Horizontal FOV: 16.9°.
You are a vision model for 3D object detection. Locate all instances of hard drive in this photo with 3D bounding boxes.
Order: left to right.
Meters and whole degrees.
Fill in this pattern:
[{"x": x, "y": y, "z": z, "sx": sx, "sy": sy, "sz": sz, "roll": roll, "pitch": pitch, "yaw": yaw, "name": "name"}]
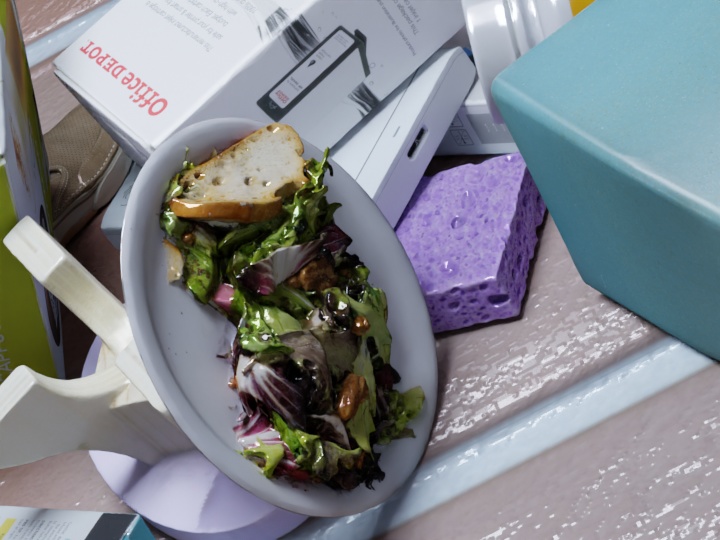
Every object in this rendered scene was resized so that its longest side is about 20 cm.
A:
[{"x": -0.043, "y": -0.068, "z": 1.370, "sx": 0.199, "sy": 0.027, "sz": 0.132, "roll": 0, "pitch": 51, "yaw": 41, "name": "hard drive"}]

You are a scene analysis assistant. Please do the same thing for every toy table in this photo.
[{"x": -0.105, "y": 0.047, "z": 1.217, "sx": 0.200, "sy": 0.117, "sz": 0.184, "roll": 23, "pitch": 74, "yaw": 46, "name": "toy table"}]

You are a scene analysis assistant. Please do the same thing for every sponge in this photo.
[{"x": 0.000, "y": 0.000, "z": 1.305, "sx": 0.199, "sy": 0.030, "sz": 0.112, "roll": -15, "pitch": 35, "yaw": 26, "name": "sponge"}]

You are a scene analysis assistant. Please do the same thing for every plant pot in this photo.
[{"x": 0.188, "y": -0.039, "z": 1.107, "sx": 0.141, "sy": 0.142, "sz": 0.200, "roll": -37, "pitch": 40, "yaw": -9, "name": "plant pot"}]

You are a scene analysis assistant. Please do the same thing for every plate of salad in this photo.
[{"x": -0.028, "y": 0.017, "z": 1.146, "sx": 0.048, "sy": 0.200, "sz": 0.200, "roll": -27, "pitch": 28, "yaw": 39, "name": "plate of salad"}]

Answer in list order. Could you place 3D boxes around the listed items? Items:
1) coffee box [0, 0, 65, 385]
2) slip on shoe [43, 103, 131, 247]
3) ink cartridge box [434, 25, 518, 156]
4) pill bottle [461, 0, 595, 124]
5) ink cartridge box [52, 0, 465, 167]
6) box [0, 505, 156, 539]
[{"x": -0.278, "y": -0.047, "z": 1.344, "sx": 0.199, "sy": 0.200, "sz": 0.198, "roll": -8, "pitch": 48, "yaw": -2, "name": "coffee box"}, {"x": -0.208, "y": -0.050, "z": 1.519, "sx": 0.076, "sy": 0.061, "sz": 0.200, "roll": -1, "pitch": 43, "yaw": 39, "name": "slip on shoe"}, {"x": 0.072, "y": -0.139, "z": 1.421, "sx": 0.199, "sy": 0.045, "sz": 0.176, "roll": 0, "pitch": 45, "yaw": 40, "name": "ink cartridge box"}, {"x": 0.156, "y": -0.136, "z": 1.253, "sx": 0.199, "sy": 0.110, "sz": 0.109, "roll": -14, "pitch": 34, "yaw": 7, "name": "pill bottle"}, {"x": -0.053, "y": -0.131, "z": 1.352, "sx": 0.200, "sy": 0.084, "sz": 0.146, "roll": -43, "pitch": 37, "yaw": -6, "name": "ink cartridge box"}, {"x": -0.190, "y": 0.164, "z": 1.222, "sx": 0.199, "sy": 0.049, "sz": 0.082, "roll": -1, "pitch": 43, "yaw": 40, "name": "box"}]
